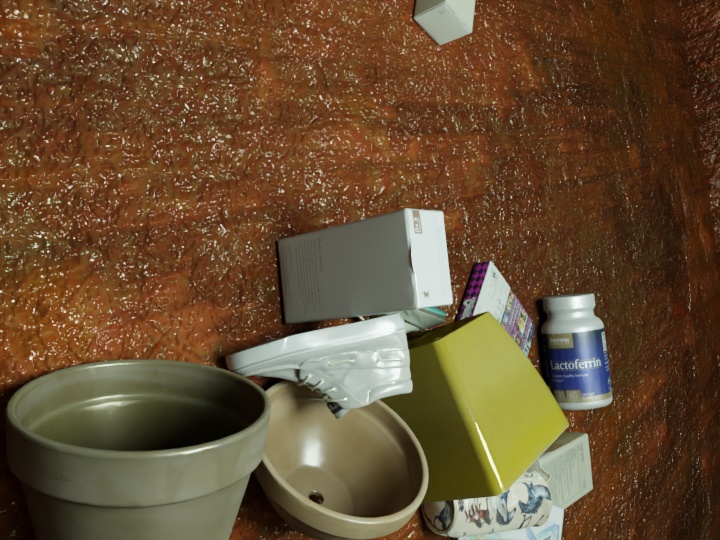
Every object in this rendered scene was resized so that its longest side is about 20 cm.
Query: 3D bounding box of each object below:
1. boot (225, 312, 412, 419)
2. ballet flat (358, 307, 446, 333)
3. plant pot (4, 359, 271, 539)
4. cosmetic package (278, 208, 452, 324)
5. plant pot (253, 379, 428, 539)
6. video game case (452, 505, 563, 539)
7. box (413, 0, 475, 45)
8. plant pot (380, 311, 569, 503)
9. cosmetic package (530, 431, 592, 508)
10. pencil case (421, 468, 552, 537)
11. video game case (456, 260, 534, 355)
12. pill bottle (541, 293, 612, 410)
[{"bbox_3d":[-0.038,0.111,0.703,0.196,0.074,0.098,-11,86,-10],"label":"boot"},{"bbox_3d":[0.038,0.052,0.882,0.199,0.067,0.065,27,92,-43],"label":"ballet flat"},{"bbox_3d":[-0.175,0.184,0.527,0.198,0.198,0.177,-3,102,-49],"label":"plant pot"},{"bbox_3d":[0.000,0.000,0.728,0.073,0.197,0.104,-3,86,-50],"label":"cosmetic package"},{"bbox_3d":[-0.035,0.215,0.707,0.199,0.200,0.094,-8,132,-49],"label":"plant pot"},{"bbox_3d":[0.216,0.433,0.986,0.180,0.022,0.203,22,65,-15],"label":"video game case"},{"bbox_3d":[0.143,-0.478,1.069,0.082,0.068,0.204,28,64,-42],"label":"box"},{"bbox_3d":[0.116,0.168,0.857,0.198,0.198,0.179,-20,88,-48],"label":"plant pot"},{"bbox_3d":[0.328,0.352,1.149,0.198,0.070,0.108,0,85,-49],"label":"cosmetic package"},{"bbox_3d":[0.179,0.324,0.937,0.197,0.078,0.091,7,99,-29],"label":"pencil case"},{"bbox_3d":[0.216,0.120,1.083,0.182,0.035,0.202,48,51,-33],"label":"video game case"},{"bbox_3d":[0.397,0.148,1.228,0.115,0.114,0.205,-4,86,-49],"label":"pill bottle"}]
